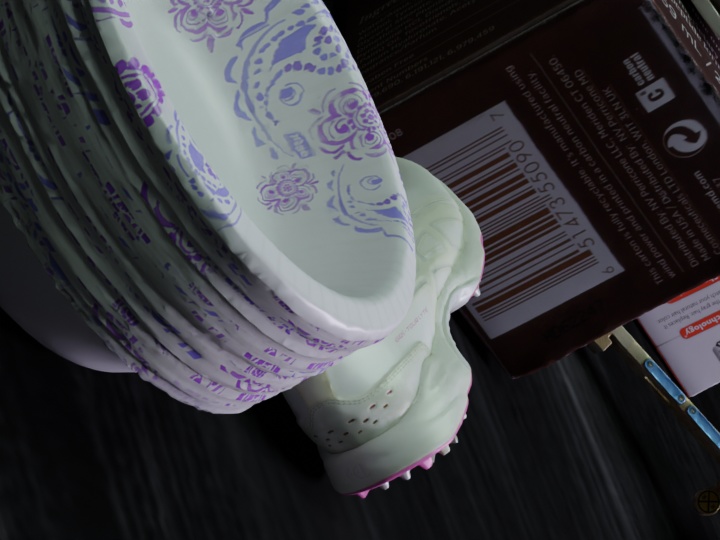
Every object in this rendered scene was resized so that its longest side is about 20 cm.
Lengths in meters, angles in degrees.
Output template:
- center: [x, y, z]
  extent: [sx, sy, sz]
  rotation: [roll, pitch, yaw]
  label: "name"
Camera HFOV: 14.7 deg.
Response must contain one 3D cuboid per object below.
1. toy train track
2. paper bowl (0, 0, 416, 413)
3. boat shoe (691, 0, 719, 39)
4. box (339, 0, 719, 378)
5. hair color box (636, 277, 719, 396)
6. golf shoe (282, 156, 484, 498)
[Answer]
- center: [0.180, 0.101, 1.476]
  extent: [0.200, 0.033, 0.115]
  rotation: [48, -9, -1]
  label: "toy train track"
- center: [-0.075, -0.046, 0.930]
  extent: [0.201, 0.104, 0.201]
  rotation: [52, 21, -30]
  label: "paper bowl"
- center: [0.167, -0.184, 1.312]
  extent: [0.072, 0.060, 0.200]
  rotation: [32, 34, -55]
  label: "boat shoe"
- center: [0.098, -0.090, 1.351]
  extent: [0.166, 0.164, 0.200]
  rotation: [52, 21, -26]
  label: "box"
- center: [0.182, -0.035, 1.598]
  extent: [0.200, 0.101, 0.061]
  rotation: [55, 20, -22]
  label: "hair color box"
- center: [0.000, 0.000, 1.117]
  extent: [0.092, 0.075, 0.200]
  rotation: [49, 21, -26]
  label: "golf shoe"
